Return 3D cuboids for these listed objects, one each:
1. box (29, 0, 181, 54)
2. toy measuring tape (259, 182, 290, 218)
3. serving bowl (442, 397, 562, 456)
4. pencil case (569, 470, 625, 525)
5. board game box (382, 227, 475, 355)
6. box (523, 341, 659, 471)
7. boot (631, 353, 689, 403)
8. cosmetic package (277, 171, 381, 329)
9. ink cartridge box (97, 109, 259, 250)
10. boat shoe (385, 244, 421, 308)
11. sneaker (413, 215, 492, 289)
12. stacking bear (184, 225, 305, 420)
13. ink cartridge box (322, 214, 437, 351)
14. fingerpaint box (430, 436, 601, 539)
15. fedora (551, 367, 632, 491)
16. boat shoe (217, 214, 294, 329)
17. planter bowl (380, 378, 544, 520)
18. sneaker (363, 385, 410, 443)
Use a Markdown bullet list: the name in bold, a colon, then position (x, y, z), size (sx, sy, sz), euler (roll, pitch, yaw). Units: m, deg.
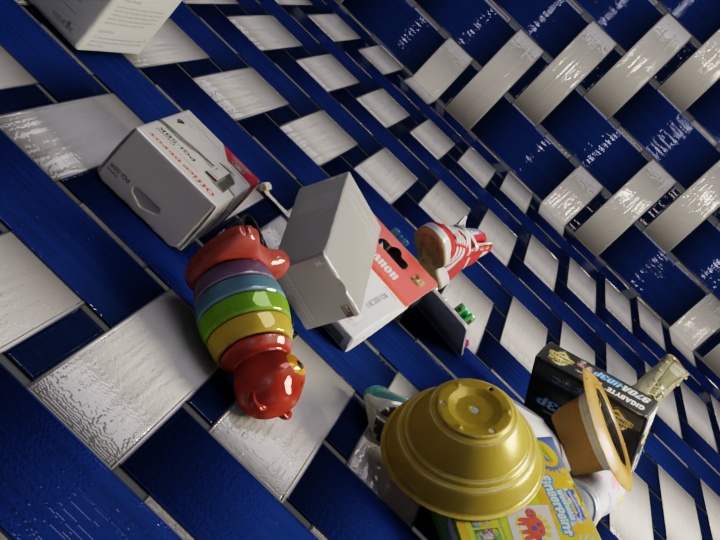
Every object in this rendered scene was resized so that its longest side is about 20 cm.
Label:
- **box**: position (-0.397, -0.459, 1.688), size (0.200, 0.171, 0.199), euler (47, 18, 6)
- **toy measuring tape**: position (-0.070, -0.082, 1.733), size (0.200, 0.074, 0.074), euler (47, 18, 7)
- **serving bowl**: position (0.207, 0.217, 1.576), size (0.200, 0.066, 0.200), euler (31, 2, -1)
- **pencil case**: position (0.342, 0.342, 1.675), size (0.200, 0.083, 0.091), euler (-3, 68, -65)
- **board game box**: position (0.110, 0.036, 1.789), size (0.200, 0.026, 0.200), euler (49, -9, 14)
- **box**: position (0.359, 0.224, 1.760), size (0.200, 0.159, 0.046), euler (30, 46, 25)
- **boot**: position (0.620, 0.258, 2.335), size (0.072, 0.155, 0.200), euler (43, 18, -3)
- **cosmetic package**: position (-0.041, -0.029, 1.449), size (0.107, 0.090, 0.200), euler (61, 27, -27)
- **ink cartridge box**: position (-0.232, -0.123, 1.453), size (0.147, 0.083, 0.200), euler (44, 18, -3)
- **boat shoe**: position (0.038, 0.031, 1.738), size (0.075, 0.093, 0.200), euler (47, -10, 21)
- **sneaker**: position (0.147, -0.048, 1.719), size (0.071, 0.112, 0.200), euler (50, -10, 17)
- **stacking bear**: position (-0.120, 0.071, 1.236), size (0.121, 0.114, 0.200), euler (41, 23, -58)
- **ink cartridge box**: position (0.000, 0.000, 1.578), size (0.200, 0.057, 0.163), euler (-35, 76, -30)
- **fingerpaint box**: position (0.177, 0.294, 1.317), size (0.167, 0.073, 0.200), euler (-2, 35, -13)
- **fedora**: position (0.329, 0.239, 1.607), size (0.201, 0.082, 0.201), euler (-21, 90, -75)
- **boat shoe**: position (-0.125, 0.004, 1.433), size (0.070, 0.066, 0.200), euler (26, 26, -44)
- **planter bowl**: position (0.128, 0.188, 1.305), size (0.200, 0.084, 0.201), euler (6, 40, -5)
- **sneaker**: position (0.085, 0.203, 1.448), size (0.200, 0.078, 0.080), euler (33, 13, -32)
